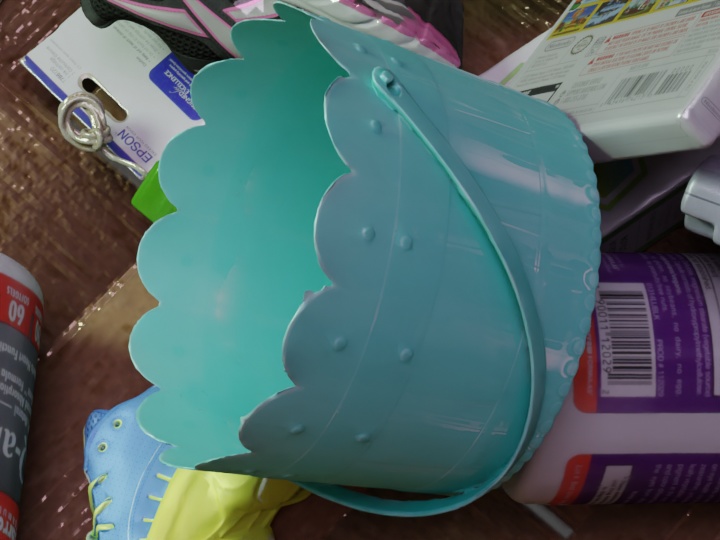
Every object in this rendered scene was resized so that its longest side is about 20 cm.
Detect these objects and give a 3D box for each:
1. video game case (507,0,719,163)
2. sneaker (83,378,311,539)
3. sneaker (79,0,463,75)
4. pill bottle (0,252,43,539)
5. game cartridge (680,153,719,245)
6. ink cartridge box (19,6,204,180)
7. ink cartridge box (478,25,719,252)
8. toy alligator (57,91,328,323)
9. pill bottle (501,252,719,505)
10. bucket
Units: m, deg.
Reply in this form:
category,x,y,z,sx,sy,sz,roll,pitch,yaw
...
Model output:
category,x,y,z,sx,sy,sz,roll,pitch,yaw
video game case,0.142,-0.119,0.980,0.023,0.200,0.182,42,73,-17
sneaker,-0.097,0.126,1.027,0.105,0.076,0.201,23,64,26
sneaker,-0.045,-0.126,1.079,0.199,0.087,0.080,24,35,3
pill bottle,-0.211,0.093,1.018,0.115,0.116,0.202,1,68,5
game cartridge,0.226,-0.016,0.984,0.132,0.200,0.041,25,103,18
ink cartridge box,-0.067,-0.133,1.141,0.200,0.039,0.099,-41,70,-13
ink cartridge box,0.095,-0.050,1.081,0.199,0.059,0.104,-33,69,-9
toy alligator,-0.069,-0.016,1.059,0.199,0.054,0.059,36,103,0
pill bottle,0.162,0.048,0.999,0.198,0.112,0.112,1,67,-9
bucket,0.000,0.000,0.943,0.134,0.207,0.209,12,65,-24
